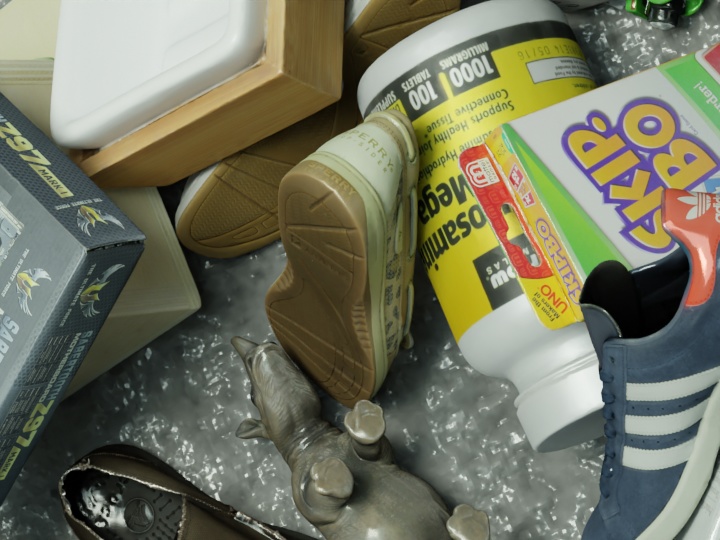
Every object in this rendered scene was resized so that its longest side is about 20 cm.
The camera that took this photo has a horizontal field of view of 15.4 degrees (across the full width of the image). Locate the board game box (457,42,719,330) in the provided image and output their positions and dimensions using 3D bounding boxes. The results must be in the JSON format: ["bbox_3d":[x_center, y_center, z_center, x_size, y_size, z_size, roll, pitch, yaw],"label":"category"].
[{"bbox_3d":[0.147,-0.048,1.235,0.199,0.030,0.096,-22,77,-24],"label":"board game box"}]

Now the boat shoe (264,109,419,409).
[{"bbox_3d":[0.000,0.000,1.286,0.073,0.200,0.063,38,64,15],"label":"boat shoe"}]

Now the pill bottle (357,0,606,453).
[{"bbox_3d":[0.083,-0.021,1.278,0.112,0.112,0.201,-27,75,16],"label":"pill bottle"}]

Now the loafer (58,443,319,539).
[{"bbox_3d":[-0.078,0.153,1.345,0.199,0.071,0.073,25,94,22],"label":"loafer"}]

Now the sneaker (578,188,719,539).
[{"bbox_3d":[0.125,0.046,1.174,0.084,0.075,0.201,21,119,-6],"label":"sneaker"}]

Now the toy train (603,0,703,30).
[{"bbox_3d":[0.152,-0.219,1.314,0.056,0.042,0.201,8,88,31],"label":"toy train"}]

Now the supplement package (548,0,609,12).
[{"bbox_3d":[0.071,-0.239,1.256,0.111,0.155,0.201,-11,74,57],"label":"supplement package"}]

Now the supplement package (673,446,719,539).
[{"bbox_3d":[0.198,0.139,1.201,0.117,0.117,0.201,21,93,-2],"label":"supplement package"}]

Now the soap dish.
[{"bbox_3d":[-0.076,-0.147,1.323,0.157,0.081,0.201,-24,53,39],"label":"soap dish"}]

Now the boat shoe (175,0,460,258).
[{"bbox_3d":[-0.029,-0.093,1.360,0.200,0.071,0.069,-48,44,18],"label":"boat shoe"}]

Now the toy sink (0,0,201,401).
[{"bbox_3d":[-0.192,-0.039,1.368,0.130,0.112,0.201,-32,74,35],"label":"toy sink"}]

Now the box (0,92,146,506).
[{"bbox_3d":[-0.208,0.015,1.287,0.158,0.051,0.201,43,119,23],"label":"box"}]

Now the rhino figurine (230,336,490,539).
[{"bbox_3d":[-0.004,0.105,1.318,0.060,0.088,0.200,-38,69,-16],"label":"rhino figurine"}]
